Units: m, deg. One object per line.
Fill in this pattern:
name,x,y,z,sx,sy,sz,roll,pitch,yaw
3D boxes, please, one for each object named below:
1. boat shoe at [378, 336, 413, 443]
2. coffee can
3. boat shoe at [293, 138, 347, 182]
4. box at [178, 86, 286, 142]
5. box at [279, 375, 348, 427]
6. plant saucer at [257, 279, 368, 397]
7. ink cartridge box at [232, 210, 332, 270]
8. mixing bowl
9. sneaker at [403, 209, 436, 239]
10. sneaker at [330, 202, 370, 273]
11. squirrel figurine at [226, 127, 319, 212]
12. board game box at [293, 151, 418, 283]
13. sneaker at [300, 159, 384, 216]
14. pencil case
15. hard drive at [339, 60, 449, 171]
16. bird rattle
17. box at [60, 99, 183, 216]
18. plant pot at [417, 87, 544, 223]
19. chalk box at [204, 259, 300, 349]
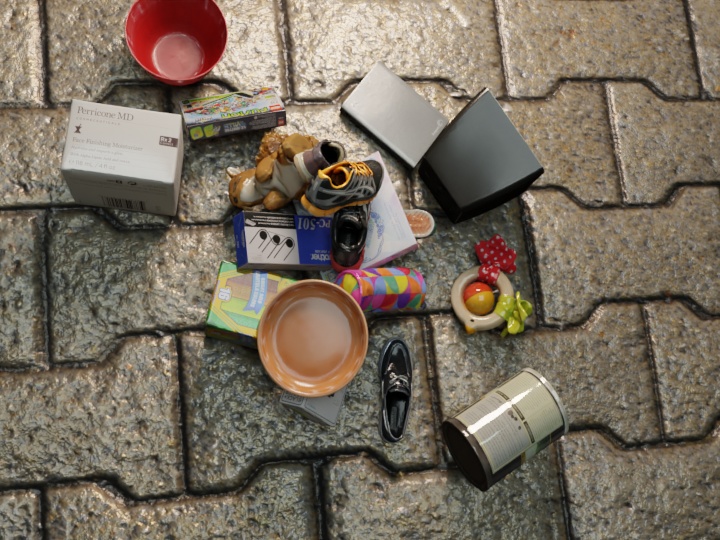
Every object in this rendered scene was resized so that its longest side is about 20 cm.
boat shoe,0.069,0.225,1.600,0.070,0.068,0.205,10,75,-9
coffee can,0.274,0.299,1.585,0.197,0.146,0.148,-29,83,-17
boat shoe,-0.059,-0.209,1.553,0.064,0.200,0.074,-20,95,23
box,-0.252,-0.311,1.650,0.195,0.035,0.111,-13,40,-15
box,-0.067,0.174,1.557,0.059,0.116,0.204,6,69,36
plant saucer,-0.083,0.119,1.471,0.194,0.037,0.206,0,86,1
ink cartridge box,-0.135,-0.052,1.537,0.196,0.044,0.097,1,76,-38
mixing bowl,-0.361,-0.445,1.652,0.194,0.108,0.206,3,75,-11
sneaker,0.057,-0.095,1.682,0.195,0.080,0.073,12,84,13
sneaker,-0.017,-0.101,1.548,0.069,0.098,0.206,6,68,0
squirrel figurine,-0.164,-0.185,1.619,0.143,0.183,0.202,58,26,-25
board game box,-0.012,-0.097,1.631,0.195,0.043,0.204,-24,76,7
sneaker,-0.020,-0.162,1.501,0.078,0.078,0.199,39,44,19
pencil case,0.040,0.041,1.564,0.197,0.087,0.091,2,73,-45
hard drive,0.073,-0.324,1.754,0.199,0.033,0.140,39,72,-1
bird rattle,0.257,0.040,1.674,0.160,0.113,0.204,-22,78,1
box,-0.428,-0.200,1.530,0.193,0.200,0.134,6,75,-10
plant pot,0.225,-0.210,1.686,0.176,0.200,0.202,-34,85,-4
chalk box,-0.181,0.076,1.555,0.195,0.124,0.128,14,74,-8
